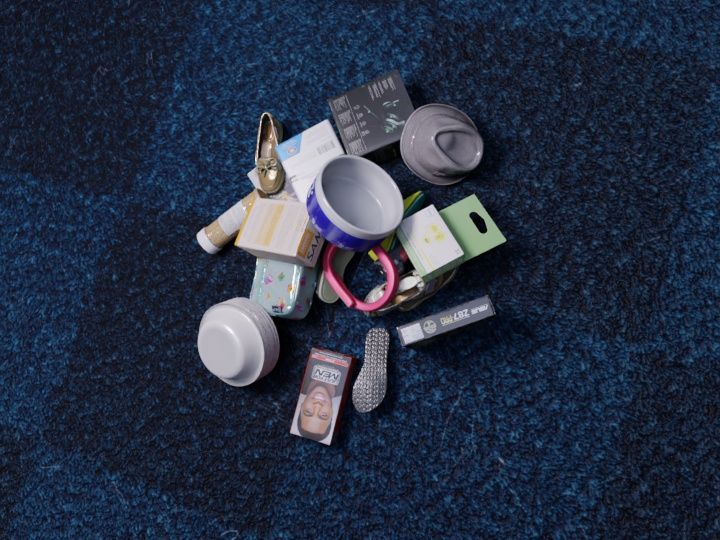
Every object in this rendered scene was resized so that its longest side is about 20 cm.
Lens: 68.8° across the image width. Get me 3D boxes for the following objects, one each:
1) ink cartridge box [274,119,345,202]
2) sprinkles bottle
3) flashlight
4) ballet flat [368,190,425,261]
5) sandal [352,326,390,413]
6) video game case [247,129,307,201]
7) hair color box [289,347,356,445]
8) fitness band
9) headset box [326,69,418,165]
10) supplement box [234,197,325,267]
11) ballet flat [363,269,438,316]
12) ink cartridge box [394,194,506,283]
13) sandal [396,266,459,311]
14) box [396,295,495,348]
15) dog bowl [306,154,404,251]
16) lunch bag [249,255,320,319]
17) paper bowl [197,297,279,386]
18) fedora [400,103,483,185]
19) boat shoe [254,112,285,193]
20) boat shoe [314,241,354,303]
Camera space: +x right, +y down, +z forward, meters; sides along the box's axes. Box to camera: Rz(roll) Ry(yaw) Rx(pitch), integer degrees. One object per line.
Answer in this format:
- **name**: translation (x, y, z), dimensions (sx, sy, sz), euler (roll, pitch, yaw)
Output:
- **ink cartridge box**: translation (-0.094, -0.234, 1.266), dimensions (0.146, 0.086, 0.200), euler (-26, 81, 6)
- **sprinkles bottle**: translation (-0.314, -0.123, 1.315), dimensions (0.200, 0.068, 0.068), euler (-35, 76, 12)
- **flashlight**: translation (0.131, -0.053, 1.199), dimensions (0.200, 0.068, 0.068), euler (-39, 101, -10)
- **ballet flat**: translation (0.080, -0.109, 1.246), dimensions (0.067, 0.067, 0.200), euler (27, 89, 22)
- **sandal**: translation (0.035, 0.232, 1.215), dimensions (0.075, 0.048, 0.201), euler (9, 71, 14)
- **video game case**: translation (-0.162, -0.232, 1.337), dimensions (0.200, 0.023, 0.182), euler (-35, 76, 4)
- **hair color box**: translation (-0.084, 0.288, 1.218), dimensions (0.101, 0.061, 0.200), euler (12, 85, 12)
- **fitness band**: translation (0.000, 0.000, 1.173), dimensions (0.144, 0.037, 0.200), euler (-45, 65, 12)
- **headset box**: translation (0.046, -0.362, 1.277), dimensions (0.200, 0.093, 0.174), euler (-22, 77, 7)
- **supplement box**: translation (-0.175, -0.089, 1.191), dimensions (0.200, 0.074, 0.126), euler (11, 76, 37)
- **ballet flat**: translation (0.077, 0.048, 1.188), dimensions (0.200, 0.072, 0.072), euler (-27, 76, 24)
- **ink cartridge box**: translation (0.190, -0.080, 1.138), dimensions (0.200, 0.048, 0.146), euler (-28, 62, 3)
- **sandal**: translation (0.153, 0.018, 1.214), dimensions (0.200, 0.054, 0.080), euler (-43, 76, 3)
- **box**: translation (0.186, 0.115, 1.137), dimensions (0.200, 0.161, 0.049), euler (-21, 78, 7)
- **dog bowl**: translation (-0.011, -0.143, 1.119), dimensions (0.200, 0.079, 0.200), euler (15, 55, -23)
- **lunch bag**: translation (-0.186, 0.018, 1.257), dimensions (0.160, 0.077, 0.200), euler (5, 80, 34)
- **paper bowl**: translation (-0.295, 0.171, 1.222), dimensions (0.200, 0.104, 0.201), euler (6, 103, 27)
- **fedora**: translation (0.199, -0.282, 1.186), dimensions (0.200, 0.090, 0.177), euler (24, 95, -23)
- **boat shoe**: translation (-0.233, -0.293, 1.317), dimensions (0.073, 0.063, 0.200), euler (-6, 80, 10)
- **boat shoe**: translation (-0.064, -0.023, 1.260), dimensions (0.072, 0.061, 0.201), euler (20, 84, -24)
